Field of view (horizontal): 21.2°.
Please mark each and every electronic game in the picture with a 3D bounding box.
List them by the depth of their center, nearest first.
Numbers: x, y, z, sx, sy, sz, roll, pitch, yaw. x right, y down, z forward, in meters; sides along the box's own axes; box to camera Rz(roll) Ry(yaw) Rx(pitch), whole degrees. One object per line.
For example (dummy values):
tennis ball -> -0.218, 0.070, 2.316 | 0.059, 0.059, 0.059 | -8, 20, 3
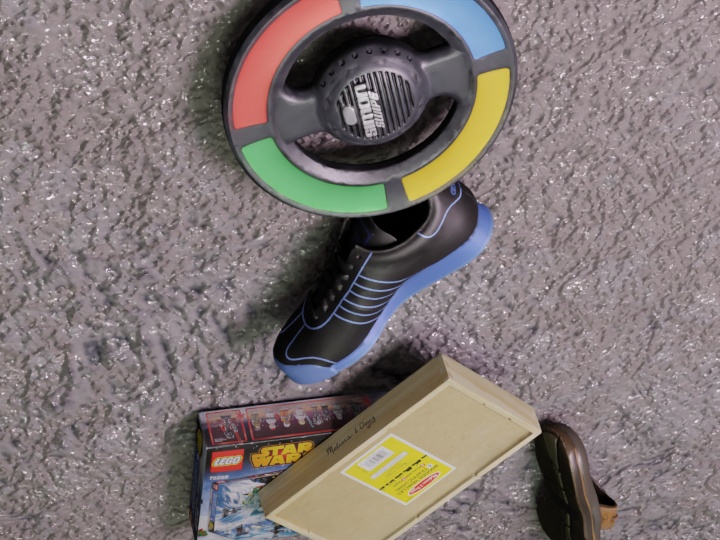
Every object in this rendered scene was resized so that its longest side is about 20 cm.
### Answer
electronic game -> 0.007, -0.116, 1.258 | 0.198, 0.042, 0.201 | -8, 132, -9

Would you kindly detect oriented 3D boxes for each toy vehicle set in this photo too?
toy vehicle set -> 0.031, 0.153, 1.534 | 0.199, 0.027, 0.124 | -38, 136, 21

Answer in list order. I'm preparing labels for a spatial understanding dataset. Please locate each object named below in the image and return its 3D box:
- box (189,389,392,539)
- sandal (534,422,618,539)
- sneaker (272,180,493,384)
box -> -0.038, 0.160, 1.569 | 0.198, 0.040, 0.138 | -5, 139, -15
sandal -> 0.193, 0.197, 1.682 | 0.054, 0.082, 0.201 | -31, 136, -18
sneaker -> 0.000, 0.000, 1.386 | 0.200, 0.070, 0.078 | -41, 132, 15
